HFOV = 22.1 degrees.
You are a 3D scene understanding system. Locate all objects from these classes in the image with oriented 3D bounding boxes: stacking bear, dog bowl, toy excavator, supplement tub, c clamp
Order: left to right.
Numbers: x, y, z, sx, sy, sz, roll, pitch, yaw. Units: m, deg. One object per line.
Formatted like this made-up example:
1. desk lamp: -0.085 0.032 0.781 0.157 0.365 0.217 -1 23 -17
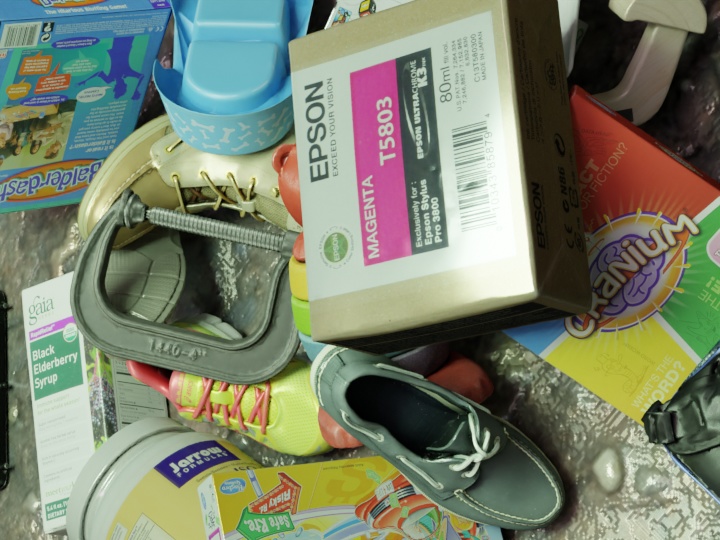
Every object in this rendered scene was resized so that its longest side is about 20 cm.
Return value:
1. c clamp: -0.108 -0.007 1.330 0.199 0.027 0.172 7 95 5
2. supplement tub: -0.103 0.205 1.326 0.200 0.145 0.146 32 100 36
3. dog bowl: -0.092 -0.162 1.391 0.111 0.050 0.200 2 45 3
4. stacking bear: 0.000 0.000 1.259 0.114 0.121 0.201 -141 34 -71
5. toy excavator: 0.137 -0.086 1.229 0.100 0.199 0.195 -117 14 -64

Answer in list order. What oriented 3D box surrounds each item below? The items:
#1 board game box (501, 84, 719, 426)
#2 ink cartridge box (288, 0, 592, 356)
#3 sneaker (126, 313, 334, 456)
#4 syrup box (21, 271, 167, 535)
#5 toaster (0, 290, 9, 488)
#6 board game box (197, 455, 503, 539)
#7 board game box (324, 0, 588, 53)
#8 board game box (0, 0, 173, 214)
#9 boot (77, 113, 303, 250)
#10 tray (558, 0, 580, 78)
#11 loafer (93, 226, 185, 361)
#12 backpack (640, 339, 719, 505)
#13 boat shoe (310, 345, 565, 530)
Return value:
1. board game box: 0.174 0.003 1.159 0.200 0.040 0.153 33 104 -1
2. ink cartridge box: 0.045 -0.061 1.126 0.164 0.075 0.201 -14 75 32
3. sneaker: -0.096 0.091 1.370 0.200 0.090 0.078 18 106 39
4. syrup box: -0.207 0.104 1.463 0.079 0.081 0.201 -18 72 32
5. toaster: -0.393 0.095 1.531 0.118 0.200 0.182 -12 75 30
6. board game box: 0.001 0.193 1.225 0.034 0.199 0.135 134 127 -58
7. board game box: 0.057 -0.157 1.346 0.200 0.035 0.127 30 98 36
8. board game box: -0.244 -0.134 1.450 0.045 0.152 0.200 52 135 32
9. boot: -0.096 -0.057 1.377 0.200 0.073 0.155 -38 56 -21
10. tray: 0.107 -0.164 1.226 0.107 0.022 0.200 -26 33 31
11. loafer: -0.171 0.001 1.431 0.200 0.072 0.063 -88 7 -45
12. backpack: 0.299 0.074 1.051 0.183 0.147 0.200 48 113 34
13. boat shoe: 0.056 0.115 1.204 0.073 0.200 0.062 -55 15 -1
